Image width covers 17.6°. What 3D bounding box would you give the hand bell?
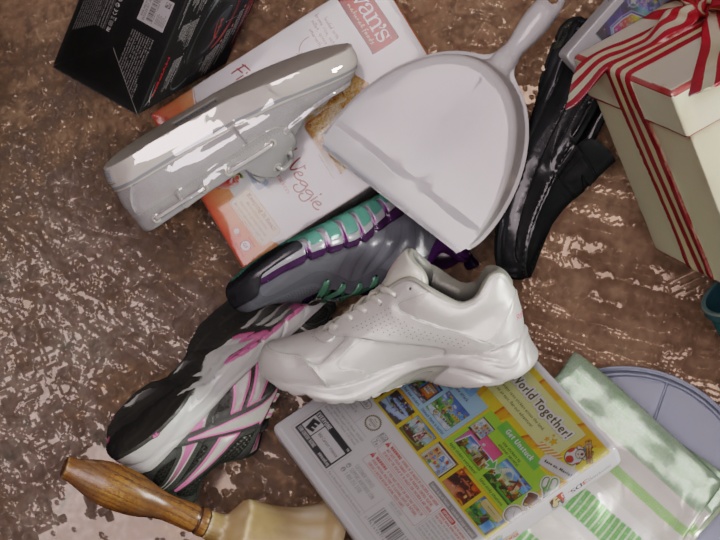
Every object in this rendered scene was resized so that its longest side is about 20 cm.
[{"bbox_3d":[-0.120,0.177,1.654,0.199,0.104,0.105,22,88,-15],"label":"hand bell"}]

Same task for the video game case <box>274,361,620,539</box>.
[{"bbox_3d":[0.058,0.123,1.646,0.181,0.023,0.200,-34,44,-7],"label":"video game case"}]

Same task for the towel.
[{"bbox_3d":[0.152,0.181,1.641,0.152,0.023,0.200,40,73,1],"label":"towel"}]

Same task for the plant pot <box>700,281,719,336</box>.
[{"bbox_3d":[0.366,0.067,1.620,0.199,0.200,0.189,-26,99,2],"label":"plant pot"}]

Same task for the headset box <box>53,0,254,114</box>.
[{"bbox_3d":[-0.125,-0.211,1.663,0.075,0.200,0.149,29,113,8],"label":"headset box"}]

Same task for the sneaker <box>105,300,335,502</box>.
[{"bbox_3d":[-0.094,0.090,1.712,0.200,0.080,0.087,-41,122,-10],"label":"sneaker"}]

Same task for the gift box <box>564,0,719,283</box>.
[{"bbox_3d":[0.259,-0.105,1.597,0.199,0.184,0.188,-29,110,-15],"label":"gift box"}]

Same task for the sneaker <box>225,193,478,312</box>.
[{"bbox_3d":[0.000,0.000,1.674,0.199,0.074,0.088,-28,92,-27],"label":"sneaker"}]

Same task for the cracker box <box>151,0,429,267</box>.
[{"bbox_3d":[-0.035,-0.109,1.722,0.199,0.058,0.135,-33,85,1],"label":"cracker box"}]

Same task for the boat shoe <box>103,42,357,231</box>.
[{"bbox_3d":[-0.084,-0.094,1.666,0.199,0.072,0.069,-30,105,-5],"label":"boat shoe"}]

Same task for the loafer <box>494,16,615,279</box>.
[{"bbox_3d":[0.151,-0.086,1.701,0.070,0.068,0.202,19,84,13],"label":"loafer"}]

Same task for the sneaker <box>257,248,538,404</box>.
[{"bbox_3d":[0.022,0.034,1.641,0.198,0.078,0.100,-8,106,7],"label":"sneaker"}]

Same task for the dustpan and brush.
[{"bbox_3d":[0.084,-0.127,1.670,0.139,0.057,0.201,38,91,9],"label":"dustpan and brush"}]

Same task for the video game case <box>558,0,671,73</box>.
[{"bbox_3d":[0.255,-0.181,1.687,0.143,0.018,0.200,44,85,-21],"label":"video game case"}]

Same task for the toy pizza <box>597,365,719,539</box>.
[{"bbox_3d":[0.192,0.171,1.699,0.198,0.032,0.202,0,87,5],"label":"toy pizza"}]
